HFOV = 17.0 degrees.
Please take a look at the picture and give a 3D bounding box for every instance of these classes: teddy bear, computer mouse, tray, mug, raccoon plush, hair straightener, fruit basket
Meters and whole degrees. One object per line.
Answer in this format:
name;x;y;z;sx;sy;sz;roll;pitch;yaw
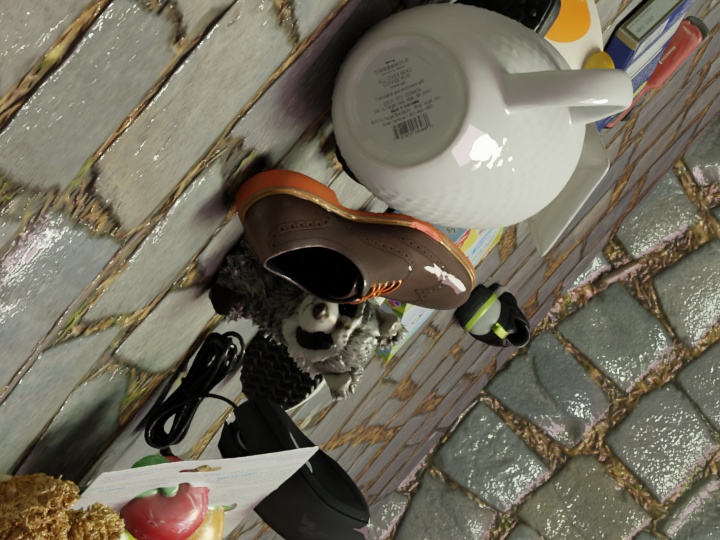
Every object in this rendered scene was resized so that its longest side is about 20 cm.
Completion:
teddy bear;-0.227;0.191;1.610;0.144;0.067;0.200;-22;151;11
computer mouse;-0.090;0.159;1.824;0.140;0.200;0.046;-47;165;33
tray;0.144;-0.117;1.959;0.022;0.201;0.108;13;130;-26
mug;0.081;-0.107;1.579;0.199;0.149;0.175;-6;176;20
raccoon plush;-0.019;0.021;1.755;0.097;0.134;0.200;-53;169;17
hair straightener;0.322;-0.204;2.691;0.200;0.041;0.077;-54;169;25
fruit basket;-0.153;0.173;1.742;0.184;0.094;0.200;-4;149;-35

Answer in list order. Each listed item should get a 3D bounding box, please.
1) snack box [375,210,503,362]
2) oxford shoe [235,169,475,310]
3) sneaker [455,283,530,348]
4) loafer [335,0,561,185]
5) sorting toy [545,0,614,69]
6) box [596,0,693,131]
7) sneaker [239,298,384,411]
snack box;0.065;-0.023;2.163;0.169;0.068;0.200;-47;172;-17
oxford shoe;0.000;0.000;1.629;0.199;0.073;0.071;19;133;-34
sneaker;0.167;0.069;2.919;0.072;0.083;0.200;-50;170;9
loafer;0.065;-0.136;1.721;0.200;0.068;0.070;-44;163;11
sorting toy;0.082;-0.127;1.836;0.179;0.107;0.200;-14;148;-40
box;0.279;-0.218;2.474;0.121;0.032;0.200;-43;167;-30
sneaker;-0.020;0.038;2.003;0.200;0.070;0.093;-56;163;20
